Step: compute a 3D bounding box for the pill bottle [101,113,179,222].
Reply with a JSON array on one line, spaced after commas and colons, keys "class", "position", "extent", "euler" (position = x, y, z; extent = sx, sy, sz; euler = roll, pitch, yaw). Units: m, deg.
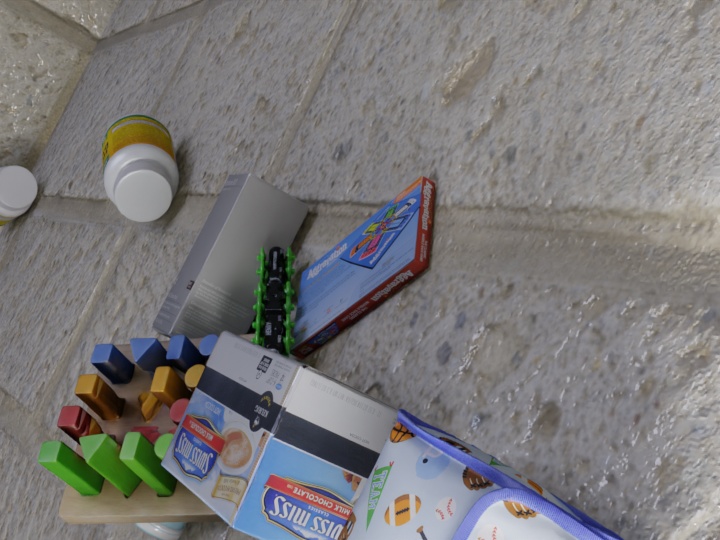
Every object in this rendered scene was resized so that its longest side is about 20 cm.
[{"class": "pill bottle", "position": [-0.332, -0.152, 1.876], "extent": [0.113, 0.112, 0.200], "euler": [-53, 26, 16]}]

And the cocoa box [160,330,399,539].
[{"class": "cocoa box", "position": [-0.056, 0.145, 1.011], "extent": [0.132, 0.133, 0.200], "euler": [-65, 24, -6]}]

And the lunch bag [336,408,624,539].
[{"class": "lunch bag", "position": [0.067, 0.201, 0.741], "extent": [0.200, 0.124, 0.171], "euler": [29, 90, 52]}]

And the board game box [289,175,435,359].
[{"class": "board game box", "position": [0.000, 0.000, 1.192], "extent": [0.200, 0.019, 0.103], "euler": [-37, 35, 42]}]

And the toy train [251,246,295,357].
[{"class": "toy train", "position": [-0.087, 0.041, 1.262], "extent": [0.200, 0.041, 0.057], "euler": [-94, 5, -59]}]

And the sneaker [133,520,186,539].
[{"class": "sneaker", "position": [-0.194, 0.181, 1.306], "extent": [0.131, 0.079, 0.200], "euler": [-55, 26, 16]}]

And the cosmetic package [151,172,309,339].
[{"class": "cosmetic package", "position": [-0.145, -0.005, 1.392], "extent": [0.201, 0.090, 0.107], "euler": [-67, 19, -7]}]

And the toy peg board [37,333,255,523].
[{"class": "toy peg board", "position": [-0.211, 0.139, 1.242], "extent": [0.199, 0.098, 0.200], "euler": [-5, 55, 22]}]

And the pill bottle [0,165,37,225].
[{"class": "pill bottle", "position": [-0.798, -0.169, 2.787], "extent": [0.200, 0.114, 0.115], "euler": [-16, 51, 57]}]
